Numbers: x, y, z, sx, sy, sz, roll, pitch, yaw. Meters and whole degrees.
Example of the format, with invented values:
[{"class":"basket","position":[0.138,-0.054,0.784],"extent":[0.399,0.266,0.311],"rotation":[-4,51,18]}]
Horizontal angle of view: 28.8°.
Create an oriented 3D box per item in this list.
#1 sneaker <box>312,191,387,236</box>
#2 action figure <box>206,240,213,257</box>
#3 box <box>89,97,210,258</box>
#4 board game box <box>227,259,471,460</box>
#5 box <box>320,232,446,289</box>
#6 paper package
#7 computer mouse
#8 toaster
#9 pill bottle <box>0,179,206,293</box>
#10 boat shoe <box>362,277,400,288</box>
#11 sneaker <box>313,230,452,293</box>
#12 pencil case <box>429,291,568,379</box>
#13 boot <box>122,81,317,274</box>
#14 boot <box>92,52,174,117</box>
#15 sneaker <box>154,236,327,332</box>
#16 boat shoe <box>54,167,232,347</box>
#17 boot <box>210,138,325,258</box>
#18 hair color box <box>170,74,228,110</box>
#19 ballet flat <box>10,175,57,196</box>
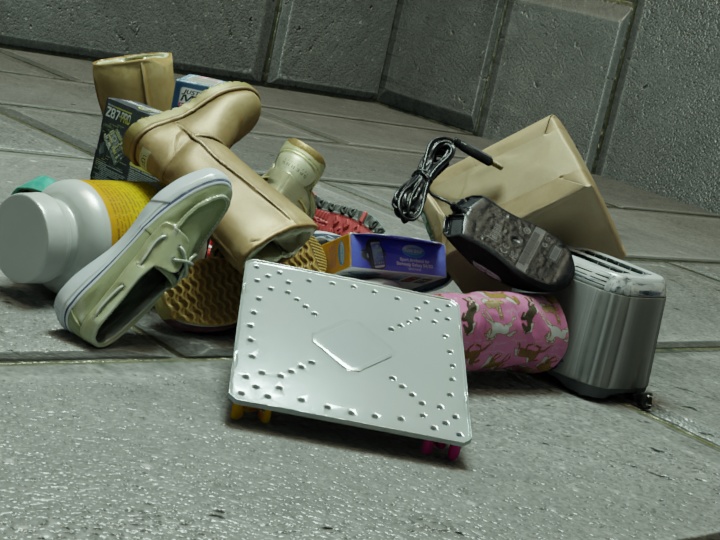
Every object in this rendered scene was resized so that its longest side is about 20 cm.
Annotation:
[{"class":"sneaker","position":[-0.028,-0.049,1.764],"extent":[0.199,0.080,0.095],"rotation":[33,3,20]},{"class":"action figure","position":[-0.159,-0.049,1.641],"extent":[0.051,0.066,0.200],"rotation":[8,20,11]},{"class":"box","position":[-0.234,-0.094,1.570],"extent":[0.049,0.163,0.199],"rotation":[2,15,-43]},{"class":"board game box","position":[-0.009,0.073,1.189],"extent":[0.198,0.026,0.201],"rotation":[12,32,-7]},{"class":"box","position":[0.000,0.000,1.474],"extent":[0.118,0.042,0.200],"rotation":[6,-12,-31]},{"class":"paper package","position":[0.180,-0.050,1.567],"extent":[0.200,0.190,0.104],"rotation":[49,16,-58]},{"class":"computer mouse","position":[0.133,-0.054,1.439],"extent":[0.199,0.046,0.141],"rotation":[27,50,-1]},{"class":"toaster","position":[0.237,0.051,1.468],"extent":[0.113,0.130,0.199],"rotation":[2,16,-39]},{"class":"pill bottle","position":[-0.255,-0.032,1.369],"extent":[0.112,0.114,0.199],"rotation":[21,15,35]},{"class":"boat shoe","position":[-0.027,0.037,1.387],"extent":[0.065,0.074,0.200],"rotation":[23,14,26]},{"class":"sneaker","position":[0.011,-0.006,1.636],"extent":[0.198,0.071,0.108],"rotation":[7,6,7]},{"class":"pencil case","position":[0.115,0.064,1.372],"extent":[0.199,0.087,0.082],"rotation":[2,-10,-42]},{"class":"boot","position":[-0.114,-0.091,1.385],"extent":[0.175,0.066,0.200],"rotation":[-30,57,-33]},{"class":"boot","position":[-0.230,-0.169,1.734],"extent":[0.174,0.202,0.066],"rotation":[-11,16,-15]},{"class":"sneaker","position":[-0.127,0.023,1.386],"extent":[0.199,0.075,0.090],"rotation":[-17,-10,-39]},{"class":"boat shoe","position":[-0.181,-0.008,1.248],"extent":[0.062,0.200,0.072],"rotation":[37,-15,31]},{"class":"boot","position":[-0.110,-0.044,1.588],"extent":[0.072,0.156,0.200],"rotation":[32,-25,1]},{"class":"hair color box","position":[-0.200,-0.125,1.653],"extent":[0.060,0.202,0.100],"rotation":[12,11,-1]},{"class":"ballet flat","position":[-0.327,-0.053,1.550],"extent":[0.070,0.068,0.199],"rotation":[-27,34,-33]}]
